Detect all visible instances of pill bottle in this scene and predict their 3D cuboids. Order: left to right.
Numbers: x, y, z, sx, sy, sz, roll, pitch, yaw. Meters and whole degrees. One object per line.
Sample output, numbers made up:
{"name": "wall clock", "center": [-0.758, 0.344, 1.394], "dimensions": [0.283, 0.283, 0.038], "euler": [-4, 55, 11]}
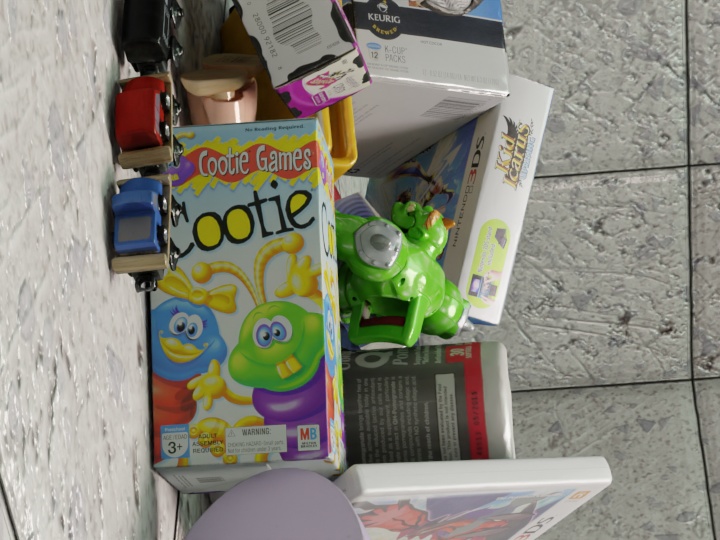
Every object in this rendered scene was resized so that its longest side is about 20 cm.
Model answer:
{"name": "pill bottle", "center": [0.000, 0.107, 1.519], "dimensions": [0.111, 0.199, 0.111], "euler": [-4, 90, -86]}

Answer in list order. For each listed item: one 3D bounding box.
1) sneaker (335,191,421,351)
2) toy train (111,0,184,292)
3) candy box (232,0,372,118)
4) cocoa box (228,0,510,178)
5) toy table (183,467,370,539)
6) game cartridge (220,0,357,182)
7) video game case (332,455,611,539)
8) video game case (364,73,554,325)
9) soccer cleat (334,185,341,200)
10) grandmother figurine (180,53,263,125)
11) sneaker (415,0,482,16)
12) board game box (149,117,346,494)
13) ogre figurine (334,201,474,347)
{"name": "sneaker", "center": [-0.008, 0.054, 1.703], "dimensions": [0.115, 0.080, 0.200], "euler": [-41, -110, 57]}
{"name": "toy train", "center": [-0.116, -0.079, 1.265], "dimensions": [0.046, 0.034, 0.200], "euler": [72, 13, -58]}
{"name": "candy box", "center": [-0.063, -0.203, 1.467], "dimensions": [0.200, 0.061, 0.136], "euler": [64, 2, 5]}
{"name": "cocoa box", "center": [0.002, -0.164, 1.729], "dimensions": [0.200, 0.133, 0.132], "euler": [-30, -121, 57]}
{"name": "toy table", "center": [-0.032, 0.219, 1.269], "dimensions": [0.200, 0.183, 0.117], "euler": [-73, 146, -44]}
{"name": "game cartridge", "center": [-0.053, -0.125, 1.630], "dimensions": [0.200, 0.032, 0.177], "euler": [138, -52, -67]}
{"name": "video game case", "center": [0.030, 0.167, 1.454], "dimensions": [0.182, 0.200, 0.023], "euler": [-44, -125, 43]}
{"name": "video game case", "center": [0.062, -0.054, 1.772], "dimensions": [0.200, 0.045, 0.182], "euler": [2, -104, 65]}
{"name": "soccer cleat", "center": [-0.036, -0.002, 1.767], "dimensions": [0.076, 0.067, 0.200], "euler": [15, -47, 59]}
{"name": "grandmother figurine", "center": [-0.083, -0.041, 1.553], "dimensions": [0.121, 0.060, 0.200], "euler": [-36, 128, -58]}
{"name": "sneaker", "center": [0.005, -0.256, 1.560], "dimensions": [0.200, 0.075, 0.116], "euler": [41, 4, -32]}
{"name": "board game box", "center": [-0.066, 0.023, 1.370], "dimensions": [0.105, 0.103, 0.200], "euler": [69, 17, -76]}
{"name": "ogre figurine", "center": [0.000, 0.000, 1.524], "dimensions": [0.098, 0.120, 0.200], "euler": [-55, 142, -30]}
